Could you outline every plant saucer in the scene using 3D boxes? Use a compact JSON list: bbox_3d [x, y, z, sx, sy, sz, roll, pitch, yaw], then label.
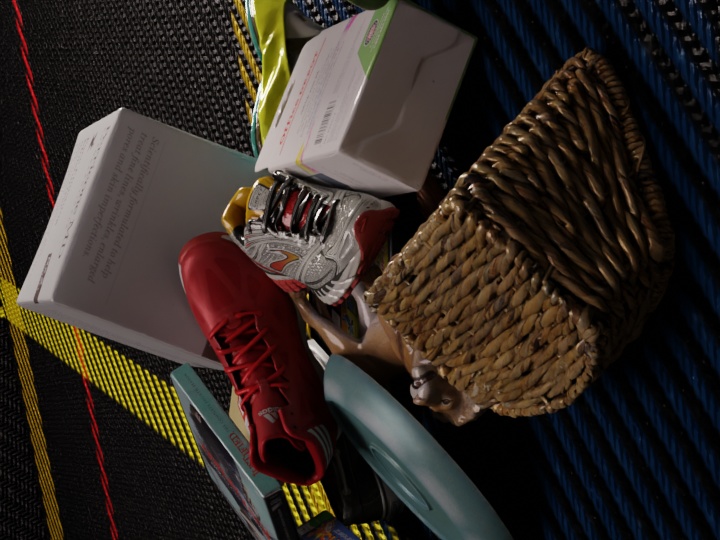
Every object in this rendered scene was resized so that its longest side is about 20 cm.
[{"bbox_3d":[0.037,0.143,1.303,0.200,0.027,0.200,47,170,11],"label":"plant saucer"}]

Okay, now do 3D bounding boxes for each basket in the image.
[{"bbox_3d":[0.117,-0.013,1.080,0.143,0.149,0.200,41,155,1],"label":"basket"}]

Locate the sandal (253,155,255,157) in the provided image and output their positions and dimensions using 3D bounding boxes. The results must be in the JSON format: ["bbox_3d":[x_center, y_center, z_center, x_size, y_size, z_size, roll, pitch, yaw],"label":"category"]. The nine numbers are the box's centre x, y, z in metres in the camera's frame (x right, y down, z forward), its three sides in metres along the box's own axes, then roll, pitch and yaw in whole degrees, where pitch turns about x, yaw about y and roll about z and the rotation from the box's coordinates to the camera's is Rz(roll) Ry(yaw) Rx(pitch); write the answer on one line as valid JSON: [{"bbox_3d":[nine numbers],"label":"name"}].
[{"bbox_3d":[-0.058,-0.060,1.542,0.075,0.048,0.201,127,127,-65],"label":"sandal"}]

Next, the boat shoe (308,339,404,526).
[{"bbox_3d":[-0.029,0.138,1.559,0.071,0.064,0.200,96,153,-42],"label":"boat shoe"}]

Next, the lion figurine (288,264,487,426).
[{"bbox_3d":[0.024,0.051,1.287,0.123,0.072,0.200,65,160,-7],"label":"lion figurine"}]

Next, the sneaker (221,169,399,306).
[{"bbox_3d":[-0.042,-0.026,1.248,0.082,0.078,0.200,36,163,-20],"label":"sneaker"}]

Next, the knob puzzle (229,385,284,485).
[{"bbox_3d":[-0.070,0.100,1.539,0.220,0.030,0.220,-179,90,-73],"label":"knob puzzle"}]

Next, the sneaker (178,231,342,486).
[{"bbox_3d":[-0.070,0.070,1.321,0.200,0.078,0.116,56,-169,-18],"label":"sneaker"}]

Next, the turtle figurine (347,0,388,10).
[{"bbox_3d":[-0.031,-0.262,1.212,0.194,0.144,0.201,39,141,56],"label":"turtle figurine"}]

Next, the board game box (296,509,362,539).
[{"bbox_3d":[0.022,0.307,1.486,0.200,0.034,0.135,65,165,-18],"label":"board game box"}]

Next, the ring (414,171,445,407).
[{"bbox_3d":[0.048,0.007,1.342,0.200,0.019,0.201,168,90,-71],"label":"ring"}]

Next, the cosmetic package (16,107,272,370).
[{"bbox_3d":[-0.166,-0.021,1.465,0.165,0.165,0.200,-72,17,-8],"label":"cosmetic package"}]

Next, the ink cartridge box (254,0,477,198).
[{"bbox_3d":[-0.001,-0.113,1.262,0.117,0.067,0.200,-69,18,-8],"label":"ink cartridge box"}]

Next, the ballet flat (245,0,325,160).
[{"bbox_3d":[-0.051,-0.160,1.424,0.067,0.067,0.200,57,-158,-47],"label":"ballet flat"}]

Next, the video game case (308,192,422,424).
[{"bbox_3d":[0.000,0.000,1.405,0.181,0.025,0.201,-135,38,-57],"label":"video game case"}]

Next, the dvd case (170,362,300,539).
[{"bbox_3d":[-0.098,0.180,1.512,0.146,0.022,0.200,49,165,29],"label":"dvd case"}]

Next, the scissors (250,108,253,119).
[{"bbox_3d":[-0.075,-0.065,1.620,0.073,0.014,0.200,40,-154,-35],"label":"scissors"}]
